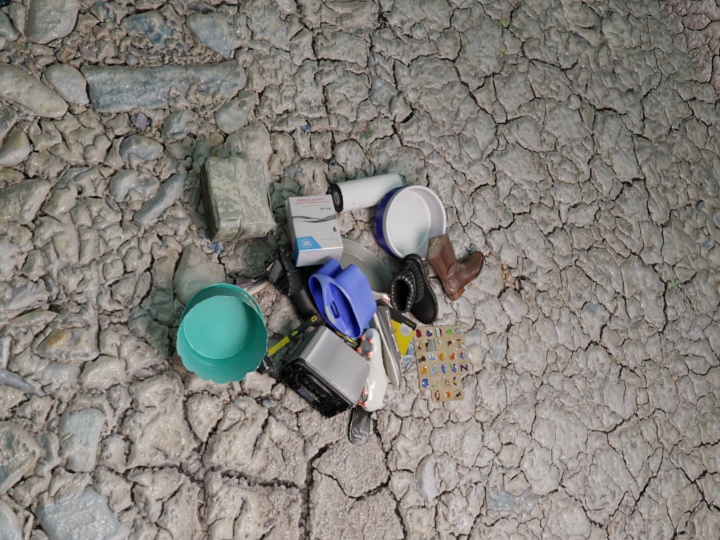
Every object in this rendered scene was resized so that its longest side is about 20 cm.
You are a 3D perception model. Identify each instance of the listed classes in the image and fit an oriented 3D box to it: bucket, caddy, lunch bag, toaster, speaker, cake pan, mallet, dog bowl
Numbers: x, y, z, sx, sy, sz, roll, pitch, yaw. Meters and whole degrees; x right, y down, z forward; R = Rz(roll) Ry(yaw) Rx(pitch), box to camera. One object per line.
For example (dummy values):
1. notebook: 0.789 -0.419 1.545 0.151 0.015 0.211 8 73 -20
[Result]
1. bucket: -0.313 0.136 1.407 0.201 0.135 0.214 -4 104 -17
2. caddy: -0.047 0.072 1.480 0.105 0.139 0.203 -46 134 -29
3. lunch bag: -0.300 -0.175 1.546 0.163 0.139 0.206 -8 77 -24
4. toaster: -0.094 0.243 1.484 0.199 0.181 0.120 39 57 -6
5. speaker: 0.020 -0.217 1.732 0.195 0.081 0.083 -15 79 -26
6. cake pan: 0.000 0.000 1.624 0.197 0.037 0.202 32 27 -18
7. mallet: -0.175 0.177 1.505 0.196 0.041 0.067 -30 78 -4
8. dog bowl: 0.137 -0.130 1.717 0.195 0.078 0.207 -4 98 -27

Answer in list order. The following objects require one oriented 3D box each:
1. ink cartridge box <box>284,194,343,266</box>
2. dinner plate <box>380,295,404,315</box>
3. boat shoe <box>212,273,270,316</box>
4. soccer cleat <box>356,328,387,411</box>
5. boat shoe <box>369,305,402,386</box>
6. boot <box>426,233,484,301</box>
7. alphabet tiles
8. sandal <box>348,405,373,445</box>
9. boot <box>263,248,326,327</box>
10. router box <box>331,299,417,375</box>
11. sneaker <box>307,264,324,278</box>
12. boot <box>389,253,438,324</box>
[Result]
1. ink cartridge box: -0.119 -0.118 1.543 0.112 0.068 0.205 -5 59 -16
2. dinner plate: 0.030 0.145 1.654 0.194 0.024 0.207 8 70 -21
3. boat shoe: -0.291 0.042 1.522 0.197 0.072 0.066 -33 92 -22
4. soccer cleat: 0.032 0.242 1.536 0.076 0.069 0.207 0 96 -34
5. boat shoe: 0.075 0.182 1.551 0.056 0.067 0.205 -15 77 -21
6. boot: 0.264 -0.045 1.742 0.188 0.063 0.202 -54 129 -26
7. alphabet tiles: 0.226 0.255 1.714 0.162 0.008 0.206 0 74 -24
8. sandal: 0.009 0.334 1.572 0.073 0.045 0.206 11 70 -19
9. boot: -0.157 0.047 1.522 0.072 0.162 0.202 -28 80 8
10. router box: 0.032 0.157 1.608 0.197 0.051 0.152 31 64 -9
11. sneaker: -0.122 -0.057 1.590 0.059 0.201 0.106 -24 113 13
12. boot: 0.138 0.078 1.630 0.216 0.077 0.159 67 23 -19
